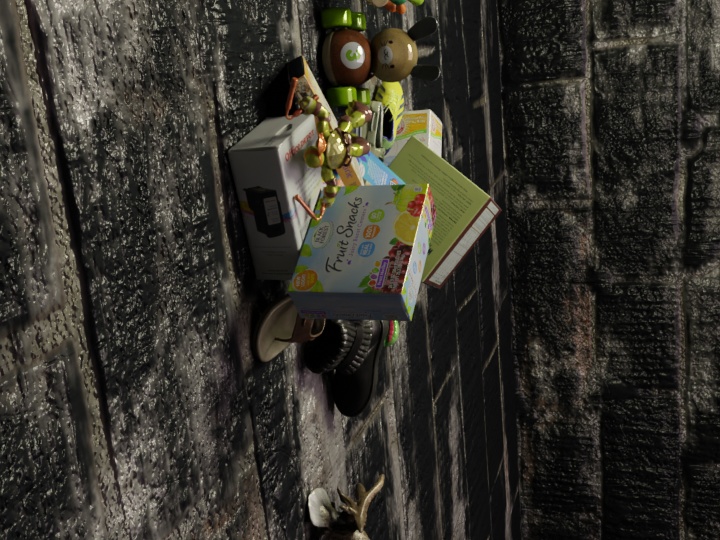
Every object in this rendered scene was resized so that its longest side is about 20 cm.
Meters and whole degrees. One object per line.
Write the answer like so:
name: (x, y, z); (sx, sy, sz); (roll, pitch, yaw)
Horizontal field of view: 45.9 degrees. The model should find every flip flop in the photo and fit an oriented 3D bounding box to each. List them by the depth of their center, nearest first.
flip flop: (-0.073, 0.067, 1.254); (0.199, 0.057, 0.082); (-30, 132, -20)

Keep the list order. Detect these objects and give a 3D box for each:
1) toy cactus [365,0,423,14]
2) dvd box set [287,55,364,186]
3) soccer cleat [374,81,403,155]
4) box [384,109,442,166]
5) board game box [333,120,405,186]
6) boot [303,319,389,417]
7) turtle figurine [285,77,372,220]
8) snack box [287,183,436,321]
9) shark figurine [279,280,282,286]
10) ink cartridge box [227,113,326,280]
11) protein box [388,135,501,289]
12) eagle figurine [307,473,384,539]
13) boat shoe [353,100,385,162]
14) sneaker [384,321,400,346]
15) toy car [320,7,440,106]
toy cactus: (0.028, -0.495, 1.465); (0.103, 0.198, 0.166); (-59, -159, 22)
dvd box set: (-0.054, -0.227, 1.329); (0.201, 0.029, 0.147); (61, 7, -25)
soccer cleat: (0.057, -0.320, 1.727); (0.084, 0.064, 0.202); (116, -11, -59)
box: (0.110, -0.234, 1.835); (0.101, 0.111, 0.203); (19, 72, -68)
board game box: (-0.004, -0.139, 1.484); (0.199, 0.045, 0.154); (38, 50, -33)
boot: (-0.034, 0.166, 1.451); (0.157, 0.079, 0.214); (-14, 120, -58)
turtle figurine: (-0.037, -0.184, 1.188); (0.161, 0.064, 0.202); (-43, 129, -50)
snack box: (0.006, -0.028, 1.194); (0.068, 0.166, 0.202); (68, 31, -45)
shark figurine: (-0.059, -0.024, 1.386); (0.214, 0.088, 0.130); (36, 55, -69)
ink cartridge box: (-0.109, -0.109, 1.238); (0.146, 0.082, 0.202); (-57, 142, -56)
protein box: (0.126, -0.107, 1.634); (0.201, 0.198, 0.135); (-52, 160, 6)
eagle figurine: (-0.024, 0.467, 1.463); (0.150, 0.151, 0.201); (-7, 136, -32)
boat shoe: (0.016, -0.227, 1.636); (0.072, 0.061, 0.203); (-39, 127, -66)
sneaker: (0.049, 0.055, 1.742); (0.084, 0.076, 0.203); (80, 16, -80)
toy car: (0.043, -0.382, 1.509); (0.158, 0.197, 0.167); (-29, 117, -68)
